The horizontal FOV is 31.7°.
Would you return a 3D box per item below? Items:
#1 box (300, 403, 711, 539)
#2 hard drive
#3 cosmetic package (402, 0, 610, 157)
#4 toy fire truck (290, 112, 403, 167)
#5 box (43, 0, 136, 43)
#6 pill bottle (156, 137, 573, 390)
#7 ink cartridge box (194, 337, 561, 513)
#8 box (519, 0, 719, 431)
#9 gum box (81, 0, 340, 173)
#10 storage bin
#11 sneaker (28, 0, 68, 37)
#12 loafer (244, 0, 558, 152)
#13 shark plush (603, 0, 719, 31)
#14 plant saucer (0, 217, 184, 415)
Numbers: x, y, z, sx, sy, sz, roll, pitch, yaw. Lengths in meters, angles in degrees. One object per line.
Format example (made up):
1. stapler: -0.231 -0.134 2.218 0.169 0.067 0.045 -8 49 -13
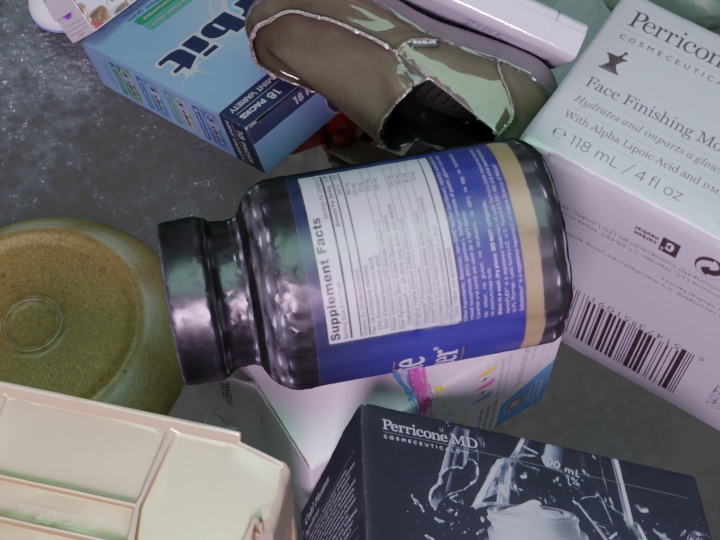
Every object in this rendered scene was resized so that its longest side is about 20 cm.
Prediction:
1. box: 0.076 0.184 0.631 0.199 0.104 0.182 14 40 -15
2. hard drive: 0.032 -0.175 0.775 0.199 0.132 0.027 23 94 -4
3. cosmetic package: 0.112 -0.111 0.883 0.083 0.051 0.200 50 62 -22
4. toy fire truck: 0.007 -0.080 0.889 0.199 0.049 0.141 -20 63 -12
5. box: -0.152 -0.241 0.957 0.200 0.041 0.039 -46 113 -32
6. pill bottle: 0.000 0.000 0.661 0.199 0.112 0.112 -10 61 -5
7. ink cartridge box: 0.002 0.056 0.768 0.200 0.129 0.125 -30 65 -15
8. box: 0.200 -0.025 0.772 0.199 0.200 0.131 29 65 15
9. gum box: -0.074 -0.166 0.900 0.170 0.045 0.200 -42 46 -21
10. storage bin: -0.138 0.152 0.673 0.198 0.200 0.094 12 59 6
11. sneaker: -0.200 -0.266 0.979 0.072 0.073 0.200 20 64 9
12. loafer: 0.017 -0.116 0.762 0.199 0.075 0.070 18 55 13
13. shark plush: 0.220 -0.207 0.973 0.199 0.091 0.083 1 36 24
14. plant saucer: -0.210 0.042 0.827 0.199 0.035 0.201 0 60 0
